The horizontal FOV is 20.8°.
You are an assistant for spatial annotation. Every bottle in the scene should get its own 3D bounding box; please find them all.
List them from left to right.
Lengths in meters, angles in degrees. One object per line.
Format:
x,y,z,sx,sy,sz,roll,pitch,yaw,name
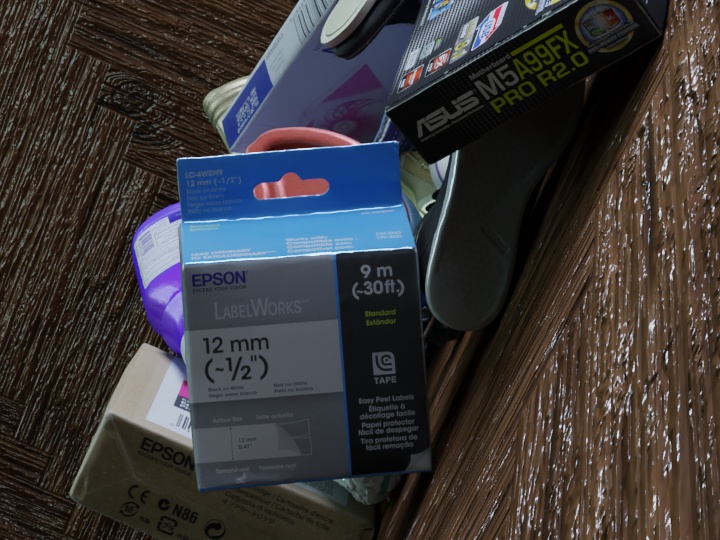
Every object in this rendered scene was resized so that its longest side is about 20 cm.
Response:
-0.122,0.016,1.466,0.083,0.066,0.200,-26,29,0,bottle

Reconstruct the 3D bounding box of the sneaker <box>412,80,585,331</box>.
0.077,-0.061,1.202,0.099,0.070,0.201,178,111,-81,sneaker

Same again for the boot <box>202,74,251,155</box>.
-0.023,-0.105,1.651,0.156,0.198,0.073,-117,28,-42,boot

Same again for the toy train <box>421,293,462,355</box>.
0.076,-0.039,1.283,0.034,0.046,0.201,-87,20,-79,toy train

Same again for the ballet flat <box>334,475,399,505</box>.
-0.026,0.101,1.343,0.072,0.071,0.200,-66,29,12,ballet flat

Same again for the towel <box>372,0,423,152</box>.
0.079,-0.156,1.400,0.200,0.024,0.146,-9,-58,-60,towel

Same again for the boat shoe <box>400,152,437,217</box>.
0.064,-0.067,1.485,0.063,0.073,0.201,-57,8,14,boat shoe

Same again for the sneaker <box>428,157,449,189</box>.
0.107,-0.143,1.312,0.114,0.072,0.202,145,149,-77,sneaker

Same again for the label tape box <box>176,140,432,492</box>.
-0.036,0.026,1.184,0.066,0.142,0.202,-155,61,-86,label tape box

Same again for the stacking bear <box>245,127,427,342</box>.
0.000,0.000,1.363,0.200,0.113,0.122,54,-141,-59,stacking bear

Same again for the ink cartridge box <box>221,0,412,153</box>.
0.022,-0.154,1.496,0.197,0.199,0.044,-52,45,44,ink cartridge box

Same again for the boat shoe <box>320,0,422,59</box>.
0.043,-0.203,1.360,0.072,0.068,0.200,-28,17,48,boat shoe

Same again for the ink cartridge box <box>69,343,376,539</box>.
-0.089,0.141,1.370,0.165,0.199,0.076,-84,18,-75,ink cartridge box

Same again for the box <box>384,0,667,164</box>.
0.104,-0.163,1.116,0.160,0.044,0.201,-28,26,32,box
